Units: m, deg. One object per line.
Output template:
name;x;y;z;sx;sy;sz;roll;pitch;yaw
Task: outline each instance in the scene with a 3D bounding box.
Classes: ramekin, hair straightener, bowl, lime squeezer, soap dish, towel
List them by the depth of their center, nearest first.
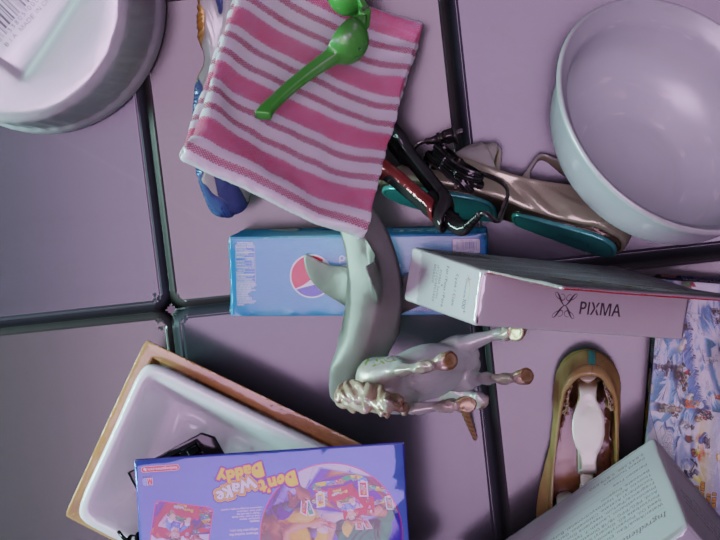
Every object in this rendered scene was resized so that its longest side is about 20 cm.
towel;-0.039;-0.132;1.270;0.146;0.030;0.201;22;57;-10
lime squeezer;-0.025;-0.188;1.278;0.070;0.038;0.201;-1;59;16
bowl;0.218;-0.095;1.292;0.200;0.090;0.202;10;59;-17
hair straightener;0.048;-0.090;1.300;0.077;0.200;0.041;-34;135;-15
ramekin;-0.257;-0.204;1.340;0.199;0.098;0.202;1;97;5
soap dish;-0.110;0.165;1.376;0.199;0.081;0.158;26;98;2

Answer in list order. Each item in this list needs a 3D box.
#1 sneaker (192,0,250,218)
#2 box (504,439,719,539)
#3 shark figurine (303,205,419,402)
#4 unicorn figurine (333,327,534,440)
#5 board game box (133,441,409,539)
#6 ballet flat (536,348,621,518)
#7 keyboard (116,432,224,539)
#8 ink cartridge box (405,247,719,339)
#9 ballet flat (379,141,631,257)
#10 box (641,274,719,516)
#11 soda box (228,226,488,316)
sneaker;-0.082;-0.140;1.339;0.088;0.075;0.201;2;93;2
box;0.208;0.275;1.301;0.200;0.131;0.199;-36;110;13
shark figurine;-0.011;-0.019;1.275;0.128;0.090;0.215;-25;96;6
unicorn figurine;0.061;0.079;1.286;0.137;0.199;0.074;-13;74;48
board game box;-0.064;0.200;1.284;0.199;0.045;0.135;-3;84;-5
ballet flat;0.172;0.163;1.358;0.068;0.063;0.201;-1;97;3
keyboard;-0.112;0.232;1.312;0.104;0.040;0.201;-29;91;8
ink cartridge box;0.161;0.023;1.246;0.199;0.176;0.045;5;97;-33
ballet flat;0.116;-0.064;1.343;0.199;0.069;0.070;16;98;5
box;0.291;0.108;1.352;0.136;0.040;0.201;5;97;5
soda box;0.000;0.000;1.353;0.199;0.068;0.065;0;96;5
